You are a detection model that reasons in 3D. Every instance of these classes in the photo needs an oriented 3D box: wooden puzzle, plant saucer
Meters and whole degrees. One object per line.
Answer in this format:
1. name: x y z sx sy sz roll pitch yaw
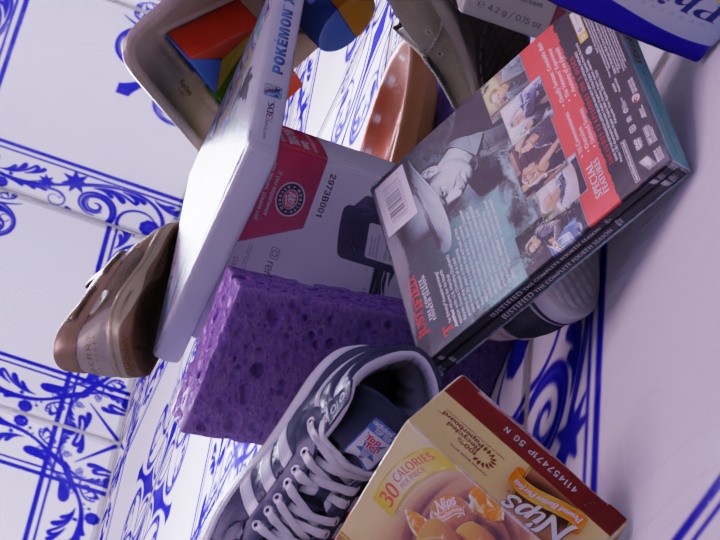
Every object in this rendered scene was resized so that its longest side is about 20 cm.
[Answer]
1. wooden puzzle: -0.059 -0.173 1.597 0.200 0.046 0.185 -46 -23 -3
2. plant saucer: 0.024 -0.085 1.835 0.200 0.032 0.201 -166 90 -81

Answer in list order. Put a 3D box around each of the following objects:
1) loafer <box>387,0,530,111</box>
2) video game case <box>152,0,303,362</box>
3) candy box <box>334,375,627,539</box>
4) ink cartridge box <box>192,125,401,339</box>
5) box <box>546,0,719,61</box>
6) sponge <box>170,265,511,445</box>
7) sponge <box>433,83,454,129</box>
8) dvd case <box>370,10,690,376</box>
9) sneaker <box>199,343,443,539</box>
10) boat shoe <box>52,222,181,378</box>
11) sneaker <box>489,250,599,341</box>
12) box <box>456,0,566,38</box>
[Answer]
1. loafer: 0.065 -0.178 1.666 0.076 0.068 0.200 -57 -39 -29
2. video game case: -0.085 -0.068 1.509 0.182 0.022 0.200 -83 16 -46
3. candy box: 0.046 0.161 1.226 0.055 0.115 0.200 -35 -19 -41
4. ink cartridge box: 0.000 0.000 1.569 0.084 0.200 0.145 -120 49 -74
5. box: 0.188 -0.250 1.257 0.200 0.105 0.184 123 163 -58
6. sponge: -0.010 0.067 1.499 0.112 0.200 0.030 -69 27 21
7. sponge: 0.074 -0.124 1.849 0.200 0.030 0.112 -106 36 -73
8. dvd case: 0.092 -0.052 1.337 0.200 0.022 0.146 -41 45 27
9. sneaker: -0.022 0.124 1.305 0.200 0.070 0.108 -61 17 -18
10. boat shoe: -0.158 0.017 1.580 0.200 0.064 0.071 -62 -35 -70
11. sneaker: 0.102 -0.049 1.400 0.079 0.078 0.200 -28 40 44
12. box: 0.144 -0.255 1.508 0.128 0.109 0.200 -94 25 -68
